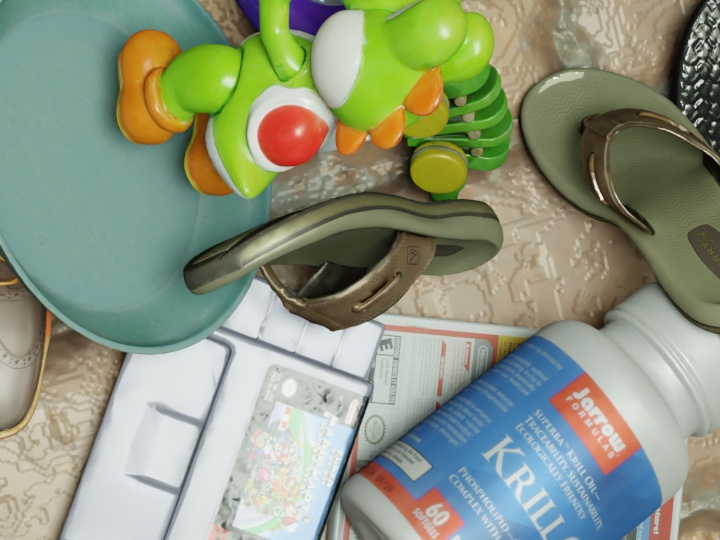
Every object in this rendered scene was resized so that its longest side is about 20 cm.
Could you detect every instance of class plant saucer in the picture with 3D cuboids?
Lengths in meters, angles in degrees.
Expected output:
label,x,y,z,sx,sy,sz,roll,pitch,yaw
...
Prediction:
label,x,y,z,sx,sy,sz,roll,pitch,yaw
plant saucer,-0.124,-0.056,1.053,0.199,0.036,0.202,16,68,-47

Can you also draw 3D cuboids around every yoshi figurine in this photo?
label,x,y,z,sx,sy,sz,roll,pitch,yaw
yoshi figurine,-0.018,-0.108,1.008,0.112,0.199,0.113,-29,102,-48

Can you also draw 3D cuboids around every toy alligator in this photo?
label,x,y,z,sx,sy,sz,roll,pitch,yaw
toy alligator,0.041,-0.104,1.089,0.054,0.060,0.201,-6,137,15

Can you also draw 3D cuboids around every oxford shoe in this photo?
label,x,y,z,sx,sy,sz,roll,pitch,yaw
oxford shoe,-0.189,-0.014,1.065,0.071,0.073,0.202,-6,93,-15

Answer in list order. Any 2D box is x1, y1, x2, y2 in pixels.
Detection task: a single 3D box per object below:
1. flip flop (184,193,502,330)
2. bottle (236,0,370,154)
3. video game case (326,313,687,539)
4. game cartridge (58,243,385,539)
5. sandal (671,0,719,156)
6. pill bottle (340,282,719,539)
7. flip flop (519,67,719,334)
label,x,y,z,sx,sy,sz,roll,pitch,yaw
flip flop,0.000,0.000,1.077,0.199,0.081,0.058,0,75,-48
bottle,-0.028,-0.162,1.111,0.083,0.065,0.201,-17,96,-23
video game case,0.083,0.102,1.173,0.198,0.017,0.144,6,89,-15
game cartridge,-0.075,0.101,1.112,0.129,0.038,0.201,19,86,-2
sandal,0.200,-0.072,1.196,0.075,0.045,0.202,5,104,-10
pill bottle,0.098,0.096,1.110,0.200,0.112,0.113,-38,100,-12
flip flop,0.151,-0.047,1.114,0.081,0.200,0.058,-32,139,-2
